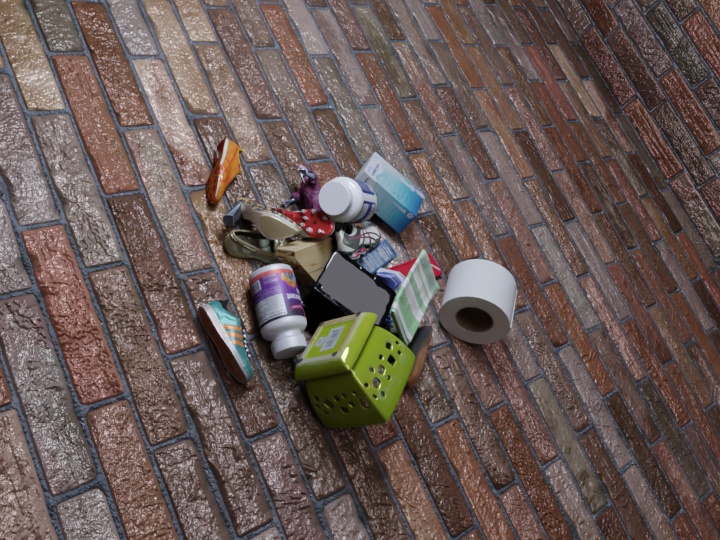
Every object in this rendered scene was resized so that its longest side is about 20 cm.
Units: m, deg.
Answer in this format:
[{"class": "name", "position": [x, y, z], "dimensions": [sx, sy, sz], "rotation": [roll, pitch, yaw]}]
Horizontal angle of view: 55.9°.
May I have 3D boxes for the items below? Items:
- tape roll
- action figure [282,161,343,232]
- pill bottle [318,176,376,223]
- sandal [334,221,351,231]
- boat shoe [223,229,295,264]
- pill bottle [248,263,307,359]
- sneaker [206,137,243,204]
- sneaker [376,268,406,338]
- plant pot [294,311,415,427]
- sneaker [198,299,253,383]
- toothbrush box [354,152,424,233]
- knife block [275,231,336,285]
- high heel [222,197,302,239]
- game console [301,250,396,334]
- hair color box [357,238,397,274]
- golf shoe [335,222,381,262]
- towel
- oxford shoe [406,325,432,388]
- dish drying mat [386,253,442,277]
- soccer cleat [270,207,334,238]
[{"class": "tape roll", "position": [0.328, 0.088, 1.892], "dimensions": [0.201, 0.203, 0.140], "rotation": [33, 49, -14]}, {"class": "action figure", "position": [-0.120, -0.201, 1.796], "dimensions": [0.147, 0.134, 0.203], "rotation": [-2, 68, -36]}, {"class": "pill bottle", "position": [-0.035, -0.177, 1.710], "dimensions": [0.112, 0.110, 0.200], "rotation": [57, 15, 7]}, {"class": "sandal", "position": [-0.042, -0.170, 1.882], "dimensions": [0.079, 0.057, 0.204], "rotation": [0, 63, -35]}, {"class": "boat shoe", "position": [-0.237, -0.066, 1.680], "dimensions": [0.198, 0.063, 0.074], "rotation": [8, 59, -31]}, {"class": "pill bottle", "position": [-0.188, 0.097, 1.585], "dimensions": [0.110, 0.111, 0.203], "rotation": [-2, 65, -35]}, {"class": "sneaker", "position": [-0.337, -0.249, 1.717], "dimensions": [0.077, 0.073, 0.203], "rotation": [30, 52, -29]}, {"class": "sneaker", "position": [0.084, 0.103, 1.759], "dimensions": [0.115, 0.080, 0.201], "rotation": [-48, 130, -33]}, {"class": "plant pot", "position": [-0.021, 0.217, 1.539], "dimensions": [0.182, 0.197, 0.201], "rotation": [54, 43, -23]}, {"class": "sneaker", "position": [-0.282, 0.152, 1.514], "dimensions": [0.079, 0.071, 0.202], "rotation": [-24, 77, -37]}, {"class": "toothbrush box", "position": [0.077, -0.226, 1.961], "dimensions": [0.199, 0.085, 0.147], "rotation": [40, 33, -10]}, {"class": "knife block", "position": [-0.113, -0.059, 1.705], "dimensions": [0.200, 0.063, 0.178], "rotation": [51, 54, -49]}, {"class": "high heel", "position": [-0.225, -0.137, 1.672], "dimensions": [0.196, 0.073, 0.143], "rotation": [11, 26, 6]}, {"class": "game console", "position": [-0.040, 0.087, 1.673], "dimensions": [0.199, 0.176, 0.117], "rotation": [35, 32, -11]}, {"class": "hair color box", "position": [0.000, 0.000, 1.782], "dimensions": [0.199, 0.100, 0.061], "rotation": [-35, 87, -42]}, {"class": "golf shoe", "position": [-0.005, -0.089, 1.754], "dimensions": [0.089, 0.076, 0.200], "rotation": [68, 27, -13]}, {"class": "towel", "position": [0.140, 0.072, 1.743], "dimensions": [0.201, 0.023, 0.154], "rotation": [-57, 141, -29]}, {"class": "oxford shoe", "position": [0.147, 0.225, 1.787], "dimensions": [0.072, 0.070, 0.201], "rotation": [61, 42, -27]}, {"class": "dish drying mat", "position": [0.152, 0.006, 1.940], "dimensions": [0.198, 0.018, 0.078], "rotation": [-19, 77, -41]}, {"class": "soccer cleat", "position": [-0.143, -0.114, 1.700], "dimensions": [0.085, 0.197, 0.070], "rotation": [41, 61, -60]}]
